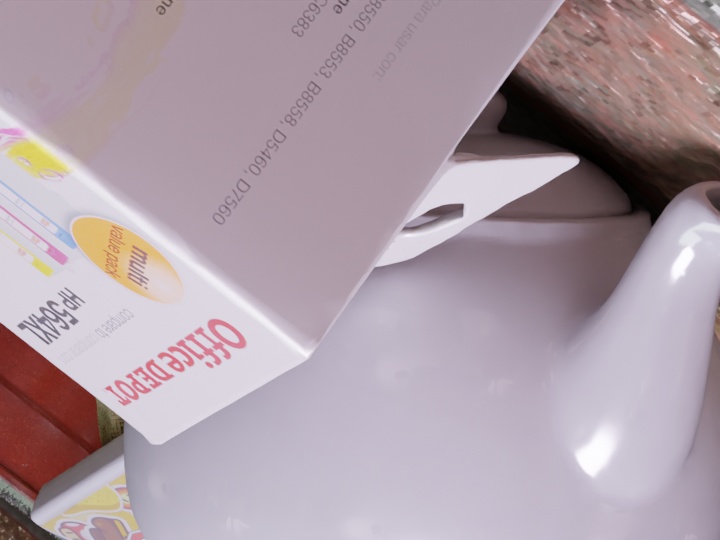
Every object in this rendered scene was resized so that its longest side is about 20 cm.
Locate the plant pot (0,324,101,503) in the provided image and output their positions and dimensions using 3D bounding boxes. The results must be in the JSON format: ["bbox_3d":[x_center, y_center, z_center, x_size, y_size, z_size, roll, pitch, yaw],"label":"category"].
[{"bbox_3d":[-0.214,0.035,1.852,0.201,0.195,0.201,37,173,5],"label":"plant pot"}]

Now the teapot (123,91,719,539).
[{"bbox_3d":[0.021,0.016,0.832,0.200,0.146,0.197,5,-173,8],"label":"teapot"}]

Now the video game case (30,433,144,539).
[{"bbox_3d":[-0.018,0.113,1.163,0.182,0.023,0.200,33,144,-19],"label":"video game case"}]

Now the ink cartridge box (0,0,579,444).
[{"bbox_3d":[-0.055,-0.058,0.676,0.200,0.125,0.129,39,158,-8],"label":"ink cartridge box"}]

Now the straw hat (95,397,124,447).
[{"bbox_3d":[-0.075,0.049,1.211,0.201,0.085,0.201,25,-173,-3],"label":"straw hat"}]
